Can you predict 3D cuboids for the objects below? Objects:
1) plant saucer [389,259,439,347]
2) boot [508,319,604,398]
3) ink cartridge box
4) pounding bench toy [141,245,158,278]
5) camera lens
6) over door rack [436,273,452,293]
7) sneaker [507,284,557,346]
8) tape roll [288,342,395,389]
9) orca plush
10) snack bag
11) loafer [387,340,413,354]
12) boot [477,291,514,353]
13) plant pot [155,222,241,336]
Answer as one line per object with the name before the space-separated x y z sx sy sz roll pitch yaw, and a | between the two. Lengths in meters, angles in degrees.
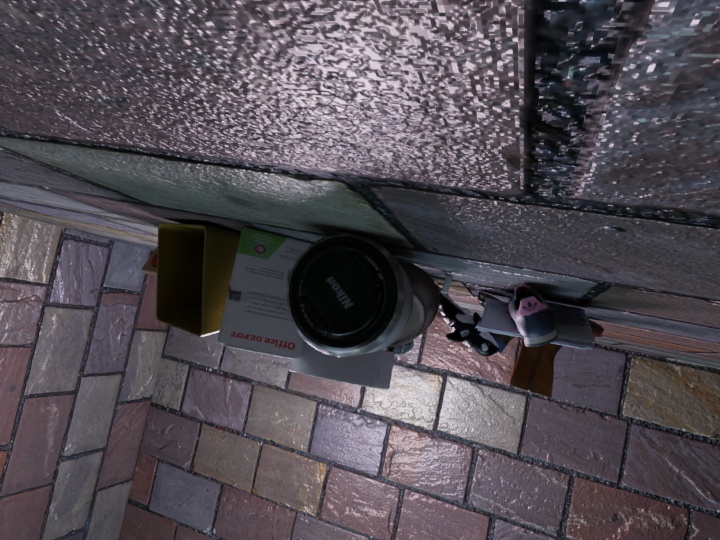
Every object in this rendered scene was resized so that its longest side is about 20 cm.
plant saucer | 0.042 0.071 0.900 0.198 0.202 0.037 13 -145 -11
boot | 0.461 0.200 1.213 0.186 0.203 0.068 12 176 3
ink cartridge box | -0.160 0.041 0.913 0.144 0.203 0.084 14 174 -17
pounding bench toy | -0.426 -0.033 1.309 0.123 0.201 0.157 8 143 20
camera lens | -0.007 0.040 0.742 0.158 0.162 0.200 11 175 12
over door rack | 0.071 0.027 0.983 0.146 0.068 0.200 12 176 -7
sneaker | 0.282 0.055 0.866 0.069 0.083 0.200 -19 -170 9
tape roll | -0.034 0.176 0.993 0.200 0.072 0.203 11 169 2
orca plush | 0.218 0.123 1.160 0.201 0.071 0.105 53 159 -1
snack bag | 0.323 0.089 0.961 0.197 0.022 0.188 8 -164 17
loafer | 0.040 0.087 0.986 0.071 0.063 0.201 -24 132 13
boot | 0.302 0.121 1.158 0.199 0.098 0.074 33 179 -42
plant pot | -0.288 0.009 1.049 0.199 0.203 0.175 7 -173 44
